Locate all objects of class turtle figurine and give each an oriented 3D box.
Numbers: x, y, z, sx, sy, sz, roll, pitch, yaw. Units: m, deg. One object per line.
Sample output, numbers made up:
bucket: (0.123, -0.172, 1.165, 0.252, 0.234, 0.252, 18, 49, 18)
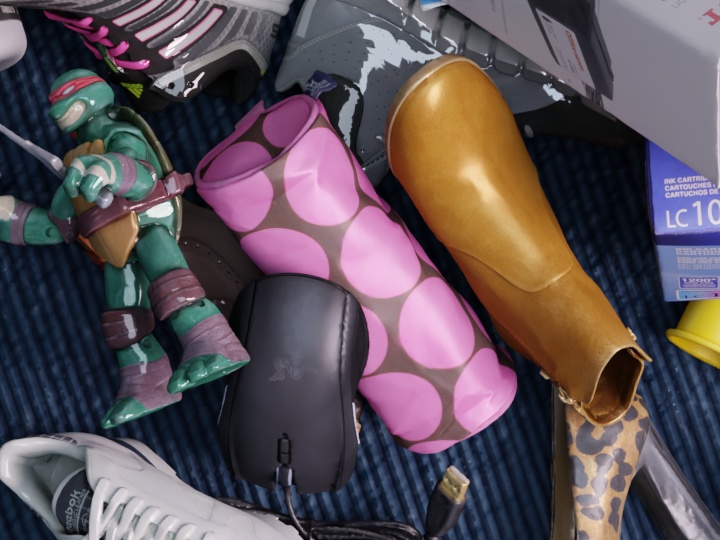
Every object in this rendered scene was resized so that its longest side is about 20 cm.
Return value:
turtle figurine: (-0.130, -0.028, 1.212, 0.101, 0.150, 0.200, -23, 85, -25)

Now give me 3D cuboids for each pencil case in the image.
pencil case: (0.000, 0.000, 1.271, 0.091, 0.094, 0.200, -36, 110, -3)

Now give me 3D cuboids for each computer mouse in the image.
computer mouse: (-0.010, 0.094, 1.249, 0.140, 0.046, 0.200, 12, 130, 0)

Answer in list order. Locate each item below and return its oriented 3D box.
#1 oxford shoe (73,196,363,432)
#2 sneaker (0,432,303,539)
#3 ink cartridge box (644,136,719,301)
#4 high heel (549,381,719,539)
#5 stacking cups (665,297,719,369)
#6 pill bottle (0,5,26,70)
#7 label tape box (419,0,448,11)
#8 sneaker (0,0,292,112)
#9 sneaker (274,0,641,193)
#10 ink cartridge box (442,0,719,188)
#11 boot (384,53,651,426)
oxford shoe: (-0.067, 0.011, 1.295, 0.200, 0.071, 0.073, 41, 82, -2)
sneaker: (-0.103, 0.139, 1.233, 0.200, 0.080, 0.076, 23, 88, 37)
ink cartridge box: (0.211, -0.042, 1.202, 0.136, 0.200, 0.076, -4, 76, 8)
high heel: (0.092, 0.150, 1.299, 0.200, 0.071, 0.143, -39, 99, -22)
stacking cups: (0.236, -0.040, 1.334, 0.060, 0.061, 0.200, 27, 82, -4)
pill bottle: (-0.257, -0.189, 1.261, 0.112, 0.112, 0.200, -20, 91, -5)
label tape box: (0.120, -0.187, 1.287, 0.200, 0.066, 0.143, -8, 56, -3)
sneaker: (-0.119, -0.127, 1.261, 0.200, 0.074, 0.088, 3, 100, -43)
sneaker: (0.045, -0.081, 1.312, 0.200, 0.075, 0.116, 25, 93, 4)
ink cartridge box: (0.151, -0.150, 1.151, 0.145, 0.084, 0.200, -35, 51, -22)
boot: (0.088, -0.011, 1.227, 0.071, 0.201, 0.144, -36, 57, -7)
